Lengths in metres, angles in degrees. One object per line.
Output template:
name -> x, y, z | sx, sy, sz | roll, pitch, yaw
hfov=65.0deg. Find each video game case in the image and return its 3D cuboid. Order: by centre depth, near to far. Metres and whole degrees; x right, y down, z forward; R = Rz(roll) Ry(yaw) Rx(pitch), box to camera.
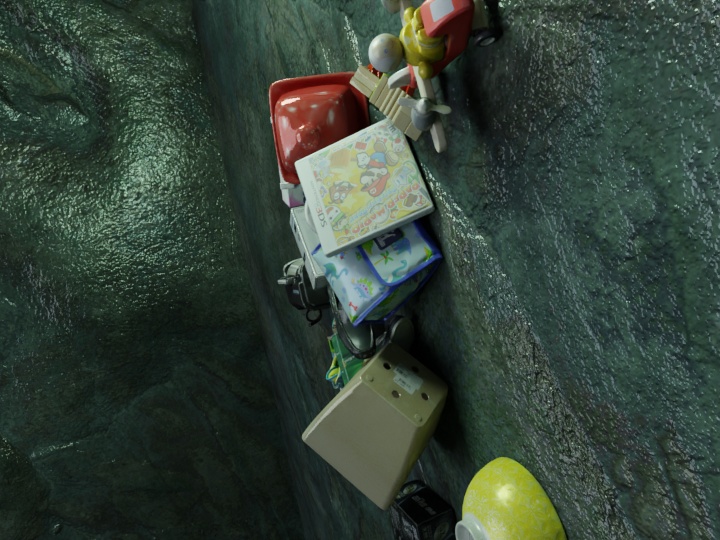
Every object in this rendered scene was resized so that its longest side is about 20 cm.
video game case -> 0.003, -0.143, 0.952 | 0.023, 0.197, 0.185 | 44, -156, -70

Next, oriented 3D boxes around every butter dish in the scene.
butter dish -> -0.085, -0.258, 1.060 | 0.148, 0.195, 0.204 | -63, -32, -69

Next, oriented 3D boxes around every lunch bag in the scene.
lunch bag -> 0.032, -0.027, 0.992 | 0.200, 0.126, 0.172 | -43, 68, 27

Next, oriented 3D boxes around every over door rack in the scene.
over door rack -> -0.108, -0.266, 1.226 | 0.065, 0.200, 0.151 | 2, 109, 26

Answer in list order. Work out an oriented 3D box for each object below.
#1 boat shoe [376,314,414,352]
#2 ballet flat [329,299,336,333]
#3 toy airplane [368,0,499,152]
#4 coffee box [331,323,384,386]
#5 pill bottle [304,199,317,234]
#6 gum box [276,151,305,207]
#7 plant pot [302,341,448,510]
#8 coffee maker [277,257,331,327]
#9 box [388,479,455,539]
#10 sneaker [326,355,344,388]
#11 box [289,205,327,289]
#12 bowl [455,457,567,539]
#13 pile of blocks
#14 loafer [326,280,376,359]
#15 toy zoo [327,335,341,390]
boat shoe -> 0.066, 0.156, 1.137 | 0.062, 0.074, 0.202 | 45, 154, 36
ballet flat -> -0.036, 0.107, 1.421 | 0.075, 0.067, 0.202 | 38, 148, 27
toy airplane -> 0.070, -0.283, 0.733 | 0.201, 0.138, 0.202 | -124, 27, -44
coffee box -> 0.020, 0.224, 1.236 | 0.044, 0.121, 0.204 | 136, 120, -64
pill bottle -> -0.067, -0.135, 1.225 | 0.200, 0.108, 0.114 | -118, 18, -79
gum box -> -0.140, -0.269, 1.375 | 0.066, 0.111, 0.204 | -137, 38, -56
plant pot -> 0.046, 0.257, 1.021 | 0.198, 0.200, 0.179 | 36, 126, 12
coffee maker -> -0.124, 0.056, 1.561 | 0.194, 0.134, 0.199 | 56, 165, -12
box -> 0.136, 0.574, 1.181 | 0.163, 0.084, 0.205 | -176, 74, -70
sneaker -> -0.015, 0.279, 1.353 | 0.079, 0.128, 0.205 | -171, 68, -67
box -> -0.090, -0.064, 1.366 | 0.061, 0.114, 0.203 | 109, 142, -56
bowl -> 0.206, 0.396, 0.841 | 0.200, 0.106, 0.205 | 167, 90, -70
pile of blocks -> 0.061, -0.278, 0.898 | 0.063, 0.081, 0.201 | -56, 47, 24
loafer -> -0.021, 0.077, 1.082 | 0.071, 0.067, 0.203 | 90, 161, -50
toy zoo -> -0.046, 0.285, 1.606 | 0.131, 0.020, 0.204 | 160, 96, -71
